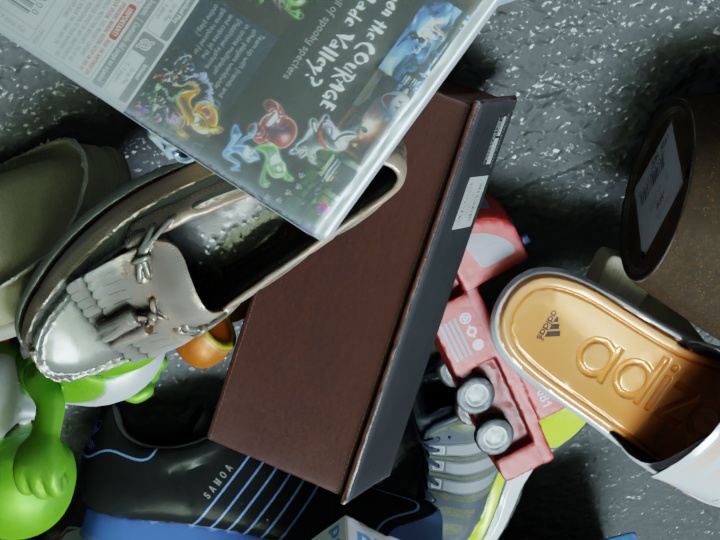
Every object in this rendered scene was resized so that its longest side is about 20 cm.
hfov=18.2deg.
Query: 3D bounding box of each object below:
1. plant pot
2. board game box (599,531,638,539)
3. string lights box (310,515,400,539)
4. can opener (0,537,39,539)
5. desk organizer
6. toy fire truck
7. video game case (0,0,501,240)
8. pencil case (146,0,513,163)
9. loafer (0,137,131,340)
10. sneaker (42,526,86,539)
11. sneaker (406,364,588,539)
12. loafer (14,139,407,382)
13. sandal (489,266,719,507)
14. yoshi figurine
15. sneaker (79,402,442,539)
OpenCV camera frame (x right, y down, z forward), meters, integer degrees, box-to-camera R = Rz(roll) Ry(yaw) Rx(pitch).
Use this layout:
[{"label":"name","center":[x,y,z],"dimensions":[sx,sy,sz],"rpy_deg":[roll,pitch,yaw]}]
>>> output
[{"label":"plant pot","center":[0.237,-0.017,1.115],"dimensions":[0.199,0.187,0.187],"rpy_deg":[13,133,-11]},{"label":"board game box","center":[0.064,0.202,1.339],"dimensions":[0.199,0.037,0.151],"rpy_deg":[-15,169,-3]},{"label":"string lights box","center":[-0.032,0.214,1.200],"dimensions":[0.103,0.059,0.200],"rpy_deg":[27,132,-31]},{"label":"can opener","center":[-0.242,0.138,1.220],"dimensions":[0.067,0.053,0.200],"rpy_deg":[-52,136,-8]},{"label":"desk organizer","center":[0.000,0.000,1.071],"dimensions":[0.077,0.072,0.201],"rpy_deg":[21,102,15]},{"label":"toy fire truck","center":[0.109,0.035,1.158],"dimensions":[0.141,0.049,0.200],"rpy_deg":[-27,111,-4]},{"label":"video game case","center":[-0.033,-0.138,0.900],"dimensions":[0.182,0.023,0.200],"rpy_deg":[33,108,-11]},{"label":"pencil case","center":[-0.014,-0.122,0.961],"dimensions":[0.200,0.091,0.083],"rpy_deg":[-25,138,9]},{"label":"loafer","center":[-0.195,-0.002,1.046],"dimensions":[0.200,0.076,0.068],"rpy_deg":[-30,143,16]},{"label":"sneaker","center":[-0.123,0.169,1.269],"dimensions":[0.200,0.084,0.073],"rpy_deg":[19,90,-61]},{"label":"sneaker","center":[0.055,0.093,1.248],"dimensions":[0.081,0.074,0.200],"rpy_deg":[18,122,-25]},{"label":"loafer","center":[-0.067,-0.011,0.997],"dimensions":[0.200,0.063,0.072],"rpy_deg":[-36,129,6]},{"label":"sandal","center":[0.156,0.069,1.121],"dimensions":[0.206,0.059,0.079],"rpy_deg":[27,98,-19]},{"label":"yoshi figurine","center":[-0.139,0.066,1.121],"dimensions":[0.200,0.112,0.112],"rpy_deg":[-30,144,20]},{"label":"sneaker","center":[-0.050,0.113,1.204],"dimensions":[0.199,0.070,0.078],"rpy_deg":[5,96,-10]}]
